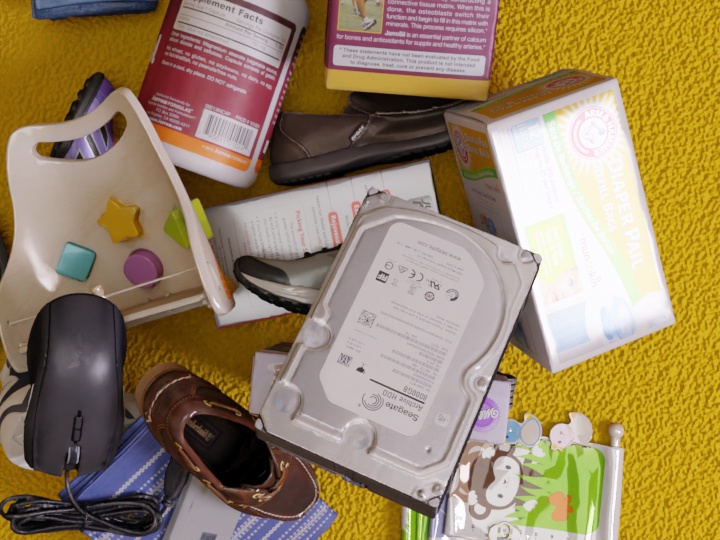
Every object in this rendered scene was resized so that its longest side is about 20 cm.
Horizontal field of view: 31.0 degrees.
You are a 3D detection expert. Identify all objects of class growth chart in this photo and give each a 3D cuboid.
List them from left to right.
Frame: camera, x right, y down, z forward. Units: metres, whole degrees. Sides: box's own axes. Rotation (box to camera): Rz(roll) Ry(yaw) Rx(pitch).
[{"bbox_3d":[0.125,0.194,1.086,0.197,0.018,0.147,-4,90,3],"label":"growth chart"}]

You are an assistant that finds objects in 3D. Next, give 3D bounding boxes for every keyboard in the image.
[{"bbox_3d":[-0.133,0.220,1.048,0.056,0.011,0.202,14,107,-31],"label":"keyboard"}]

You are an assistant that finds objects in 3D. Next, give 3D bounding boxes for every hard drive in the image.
[{"bbox_3d":[0.029,0.053,0.905,0.138,0.038,0.201,23,68,10],"label":"hard drive"}]

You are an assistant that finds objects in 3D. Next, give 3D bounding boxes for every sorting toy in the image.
[{"bbox_3d":[-0.195,-0.039,1.001,0.198,0.107,0.182,-15,99,24],"label":"sorting toy"}]

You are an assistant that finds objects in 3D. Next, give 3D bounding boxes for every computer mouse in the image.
[{"bbox_3d":[-0.184,0.120,0.960,0.139,0.046,0.202,8,109,-20],"label":"computer mouse"}]

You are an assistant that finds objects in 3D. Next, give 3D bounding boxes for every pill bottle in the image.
[{"bbox_3d":[-0.108,-0.177,1.044,0.112,0.113,0.202,19,92,3],"label":"pill bottle"}]

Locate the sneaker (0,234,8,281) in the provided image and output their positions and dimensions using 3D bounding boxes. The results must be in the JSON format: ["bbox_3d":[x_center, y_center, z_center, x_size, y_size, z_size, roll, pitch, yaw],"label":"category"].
[{"bbox_3d":[-0.352,0.043,1.061,0.075,0.114,0.202,13,90,19],"label":"sneaker"}]

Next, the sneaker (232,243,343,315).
[{"bbox_3d":[0.000,0.000,1.007,0.197,0.074,0.080,3,85,-3],"label":"sneaker"}]

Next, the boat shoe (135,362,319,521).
[{"bbox_3d":[-0.091,0.144,0.978,0.070,0.200,0.071,30,81,46],"label":"boat shoe"}]

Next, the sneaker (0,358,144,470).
[{"bbox_3d":[-0.212,0.115,1.078,0.197,0.130,0.080,10,117,-31],"label":"sneaker"}]

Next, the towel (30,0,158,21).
[{"bbox_3d":[-0.228,-0.313,1.080,0.110,0.049,0.203,-5,91,3],"label":"towel"}]

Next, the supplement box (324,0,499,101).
[{"bbox_3d":[0.041,-0.241,0.981,0.129,0.103,0.202,5,113,-3],"label":"supplement box"}]

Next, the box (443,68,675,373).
[{"bbox_3d":[0.153,-0.042,1.001,0.111,0.101,0.202,-21,107,-10],"label":"box"}]

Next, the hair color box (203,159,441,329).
[{"bbox_3d":[-0.029,-0.022,1.068,0.198,0.061,0.103,-11,92,5],"label":"hair color box"}]

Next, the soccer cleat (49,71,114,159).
[{"bbox_3d":[-0.231,-0.063,1.084,0.072,0.068,0.202,18,93,-13],"label":"soccer cleat"}]

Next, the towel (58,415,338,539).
[{"bbox_3d":[-0.130,0.194,1.056,0.145,0.024,0.200,-43,120,2],"label":"towel"}]

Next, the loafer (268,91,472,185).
[{"bbox_3d":[0.016,-0.122,1.057,0.198,0.073,0.072,-13,90,3],"label":"loafer"}]

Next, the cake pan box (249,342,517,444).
[{"bbox_3d":[0.021,0.093,1.006,0.197,0.184,0.053,7,91,4],"label":"cake pan box"}]
